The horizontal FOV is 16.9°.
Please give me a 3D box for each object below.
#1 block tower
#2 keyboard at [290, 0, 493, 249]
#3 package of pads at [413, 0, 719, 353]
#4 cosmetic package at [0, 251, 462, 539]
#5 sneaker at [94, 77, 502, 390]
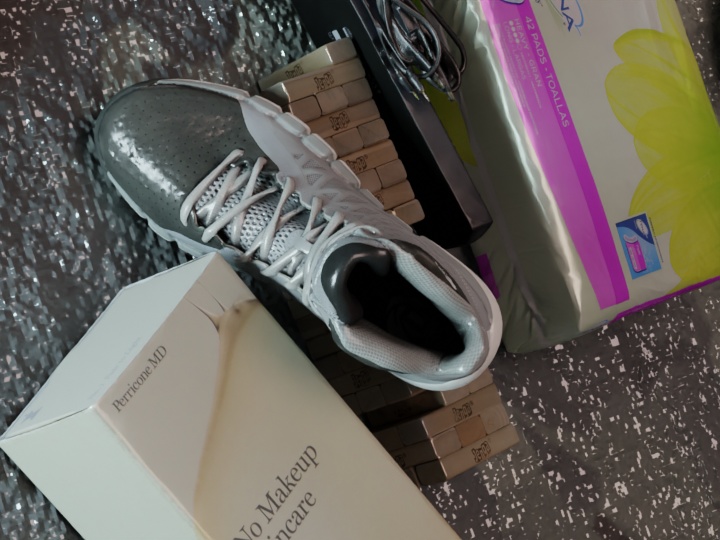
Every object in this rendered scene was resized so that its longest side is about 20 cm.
[{"bbox_3d":[0.000,0.000,1.100,0.058,0.054,0.200,-23,91,-44],"label":"block tower"},{"bbox_3d":[0.015,-0.104,1.111,0.040,0.104,0.200,-32,99,-18],"label":"keyboard"},{"bbox_3d":[0.109,-0.074,1.211,0.154,0.068,0.200,-19,89,-43],"label":"package of pads"},{"bbox_3d":[-0.043,0.103,1.015,0.200,0.073,0.104,50,50,-18],"label":"cosmetic package"},{"bbox_3d":[-0.024,-0.018,1.004,0.200,0.115,0.075,32,92,-1],"label":"sneaker"}]
